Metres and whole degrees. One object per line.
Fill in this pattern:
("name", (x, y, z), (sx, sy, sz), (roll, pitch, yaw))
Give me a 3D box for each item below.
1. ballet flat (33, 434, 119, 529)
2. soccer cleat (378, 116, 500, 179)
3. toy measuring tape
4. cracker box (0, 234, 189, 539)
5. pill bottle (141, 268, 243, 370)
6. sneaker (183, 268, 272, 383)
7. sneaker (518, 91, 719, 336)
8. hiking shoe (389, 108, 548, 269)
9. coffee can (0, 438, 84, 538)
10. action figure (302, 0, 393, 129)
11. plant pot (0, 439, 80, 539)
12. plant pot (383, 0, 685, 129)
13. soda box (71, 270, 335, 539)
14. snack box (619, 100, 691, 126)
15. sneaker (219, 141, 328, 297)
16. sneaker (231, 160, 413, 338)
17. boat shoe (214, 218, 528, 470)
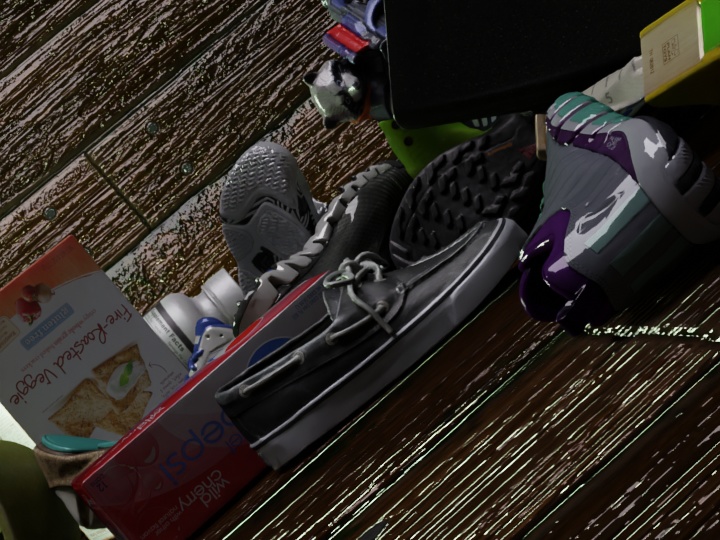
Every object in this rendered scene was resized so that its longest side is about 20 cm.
("ballet flat", (-0.170, 0.144, 1.089), (0.070, 0.065, 0.200), (4, -6, -29))
("soccer cleat", (0.064, -0.116, 1.223), (0.068, 0.081, 0.200), (-39, 5, 20))
("toy measuring tape", (0.162, -0.090, 0.753), (0.074, 0.074, 0.200), (-43, 6, -34))
("cracker box", (-0.214, 0.092, 1.253), (0.134, 0.200, 0.058), (-43, 7, -31))
("pill bottle", (-0.179, 0.092, 1.529), (0.200, 0.111, 0.111), (-40, 4, -4))
("sneaker", (-0.102, 0.081, 1.167), (0.200, 0.088, 0.075), (-43, 7, -13))
("sneaker", (0.091, -0.023, 0.693), (0.088, 0.074, 0.200), (-45, 5, 2))
("hiking shoe", (0.106, -0.064, 1.073), (0.200, 0.076, 0.101), (-45, -20, 13))
("coffee can", (-0.311, 0.197, 1.369), (0.200, 0.146, 0.146), (-41, 4, -6))
("action figure", (0.059, -0.137, 1.092), (0.193, 0.105, 0.200), (-17, 31, -10))
("plant pot", (-0.286, 0.193, 1.116), (0.200, 0.200, 0.184), (-39, -7, 11))
("plant pot", (0.137, -0.184, 0.867), (0.177, 0.200, 0.199), (3, 11, 37))
("soda box", (-0.077, 0.089, 0.988), (0.200, 0.070, 0.063), (-42, 6, -17))
("snack box", (0.200, -0.120, 1.016), (0.200, 0.024, 0.072), (-43, 7, -32))
("sneaker", (-0.043, -0.032, 1.236), (0.075, 0.200, 0.115), (14, 44, 25))
("sneaker", (0.000, 0.000, 1.136), (0.200, 0.090, 0.066), (-48, -20, -39))
("boat shoe", (0.004, 0.026, 0.929), (0.199, 0.068, 0.074), (-40, 5, 7))
